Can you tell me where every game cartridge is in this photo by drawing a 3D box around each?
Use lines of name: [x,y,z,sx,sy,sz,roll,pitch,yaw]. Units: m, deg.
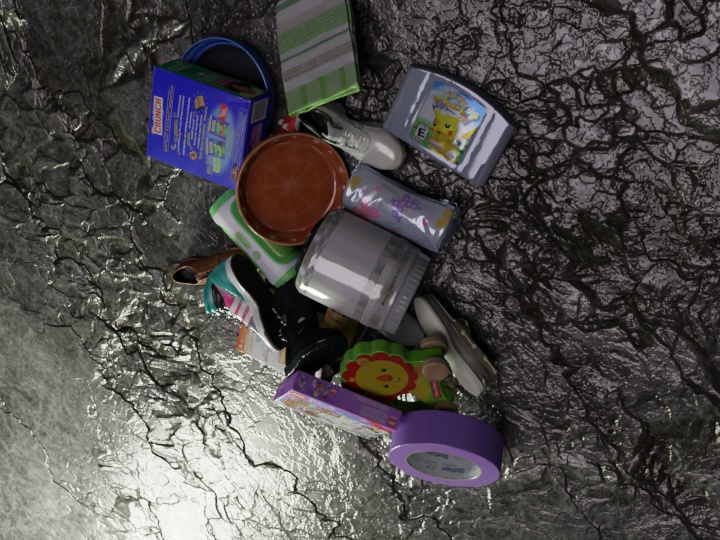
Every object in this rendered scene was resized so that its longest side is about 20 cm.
game cartridge: [0.143,-0.240,1.296,0.200,0.040,0.134,33,118,11]

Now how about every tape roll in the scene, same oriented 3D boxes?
tape roll: [0.153,0.321,1.448,0.199,0.066,0.200,9,148,6]

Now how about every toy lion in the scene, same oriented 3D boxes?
toy lion: [0.064,0.191,1.401,0.191,0.069,0.200,-8,134,10]

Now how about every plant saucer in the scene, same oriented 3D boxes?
plant saucer: [-0.119,-0.143,1.409,0.200,0.032,0.201,-6,112,-16]

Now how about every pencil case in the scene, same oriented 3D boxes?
pencil case: [0.068,-0.105,1.360,0.200,0.083,0.091,25,138,16]

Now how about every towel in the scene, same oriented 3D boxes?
towel: [-0.068,-0.363,1.306,0.149,0.031,0.201,-14,78,33]

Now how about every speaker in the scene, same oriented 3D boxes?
speaker: [-0.187,-0.061,1.505,0.200,0.088,0.088,47,123,1]

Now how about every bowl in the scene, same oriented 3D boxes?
bowl: [-0.241,-0.317,1.452,0.200,0.039,0.201,10,115,23]

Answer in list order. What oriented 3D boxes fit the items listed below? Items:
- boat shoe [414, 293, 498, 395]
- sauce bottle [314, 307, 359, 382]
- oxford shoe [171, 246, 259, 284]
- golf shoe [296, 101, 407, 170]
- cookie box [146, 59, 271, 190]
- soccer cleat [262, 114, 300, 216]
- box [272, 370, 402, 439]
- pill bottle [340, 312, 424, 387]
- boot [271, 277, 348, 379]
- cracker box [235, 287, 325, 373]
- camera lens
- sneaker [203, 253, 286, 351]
boat shoe: [0.168,0.121,1.422,0.202,0.060,0.072,56,160,-2]
sauce bottle: [-0.051,0.143,1.472,0.066,0.066,0.201,24,111,16]
oxford shoe: [-0.283,0.002,1.590,0.199,0.071,0.072,-10,104,28]
golf shoe: [-0.021,-0.221,1.350,0.200,0.097,0.078,31,120,11]
cookie box: [-0.270,-0.257,1.423,0.200,0.075,0.172,22,119,16]
soccer cleat: [-0.130,-0.181,1.444,0.085,0.069,0.201,12,103,-23]
box: [-0.043,0.240,1.429,0.200,0.039,0.137,24,156,-12]
pill bottle: [0.030,0.168,1.482,0.106,0.106,0.200,34,122,10]
boot: [-0.096,0.087,1.417,0.200,0.076,0.169,-44,53,56]
cracker box: [-0.136,0.131,1.576,0.200,0.058,0.134,24,117,15]
camera lens: [0.000,0.000,1.369,0.200,0.160,0.160,26,121,4]
sneaker: [-0.227,0.074,1.520,0.121,0.084,0.200,-19,105,35]
